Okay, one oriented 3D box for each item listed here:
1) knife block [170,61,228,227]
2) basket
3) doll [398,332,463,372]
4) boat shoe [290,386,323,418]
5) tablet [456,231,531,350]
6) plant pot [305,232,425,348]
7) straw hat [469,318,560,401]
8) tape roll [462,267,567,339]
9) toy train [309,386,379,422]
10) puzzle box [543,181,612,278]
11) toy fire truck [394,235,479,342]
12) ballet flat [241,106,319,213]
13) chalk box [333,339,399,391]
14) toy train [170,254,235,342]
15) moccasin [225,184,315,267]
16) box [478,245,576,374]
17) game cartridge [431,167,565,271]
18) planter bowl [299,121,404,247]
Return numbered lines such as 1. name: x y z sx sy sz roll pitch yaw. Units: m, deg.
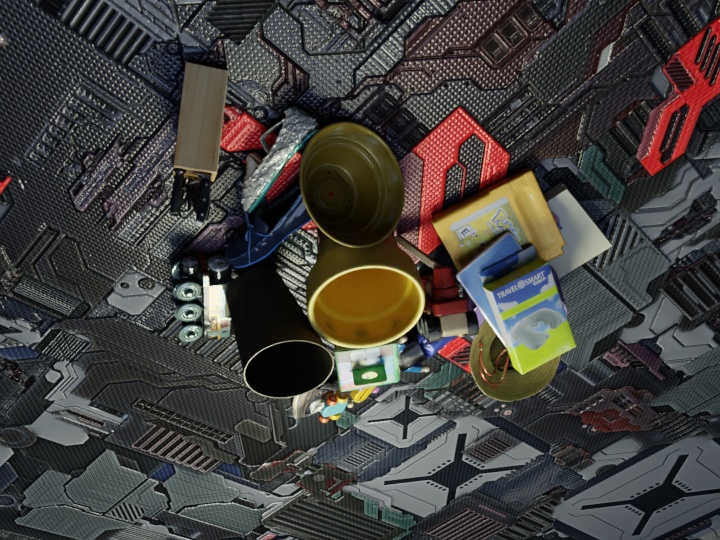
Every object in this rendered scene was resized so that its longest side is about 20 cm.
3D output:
1. knife block: -0.239 -0.174 0.975 0.063 0.177 0.201 6 131 -17
2. basket: -0.156 0.102 1.180 0.136 0.201 0.180 -46 137 17
3. doll: 0.121 0.170 1.416 0.199 0.049 0.137 -31 131 0
4. boat shoe: -0.116 0.258 1.471 0.072 0.075 0.201 0 134 -9
5. tablet: 0.276 0.043 1.227 0.130 0.014 0.201 -39 107 -1
6. plant pot: 0.000 0.000 1.170 0.198 0.190 0.202 -5 134 -5
7. straw hat: 0.284 0.151 1.302 0.199 0.085 0.204 -1 92 -16
8. tape roll: 0.308 0.070 1.343 0.197 0.086 0.201 -1 139 -1
9. toy train: -0.029 0.248 1.473 0.199 0.056 0.151 -35 144 -7
10. puzzle box: 0.381 -0.071 1.281 0.132 0.026 0.200 -34 129 23
11. toy fire truck: 0.136 0.026 1.268 0.127 0.176 0.203 -8 91 -3
12. ballet flat: -0.143 -0.183 1.072 0.071 0.072 0.200 27 121 -30
13. chalk box: 0.008 0.149 1.302 0.123 0.201 0.125 -7 134 -2
14. toy train: -0.292 0.053 1.250 0.113 0.086 0.202 -8 132 -21
15. moccasin: -0.161 -0.086 1.147 0.199 0.081 0.068 -39 143 8
16. box: 0.305 0.072 1.209 0.121 0.048 0.202 -26 107 -5
17. game cartridge: 0.255 -0.066 1.220 0.198 0.033 0.177 -26 110 16
18. planter bowl: -0.030 -0.132 1.084 0.199 0.203 0.083 25 161 -29
